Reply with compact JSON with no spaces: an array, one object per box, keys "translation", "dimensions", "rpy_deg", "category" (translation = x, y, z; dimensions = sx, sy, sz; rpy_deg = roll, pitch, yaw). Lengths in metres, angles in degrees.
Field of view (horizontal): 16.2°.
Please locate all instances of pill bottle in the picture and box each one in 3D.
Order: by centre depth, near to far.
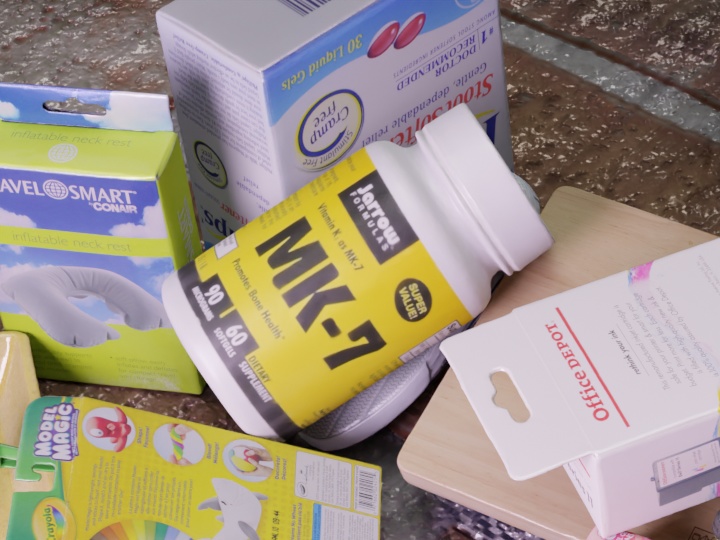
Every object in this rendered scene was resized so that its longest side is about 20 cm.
[{"translation":[0.000,0.000,1.407],"dimensions":[0.200,0.114,0.114],"rpy_deg":[-34,46,4],"category":"pill bottle"}]

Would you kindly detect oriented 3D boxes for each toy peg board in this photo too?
[{"translation":[0.160,0.084,1.412],"dimensions":[0.200,0.098,0.199],"rpy_deg":[20,66,26],"category":"toy peg board"}]

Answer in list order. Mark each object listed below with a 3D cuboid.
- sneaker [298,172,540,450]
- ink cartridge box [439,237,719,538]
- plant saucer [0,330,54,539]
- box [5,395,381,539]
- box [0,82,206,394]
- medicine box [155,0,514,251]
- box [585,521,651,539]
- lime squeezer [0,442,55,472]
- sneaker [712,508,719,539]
[{"translation":[0.041,0.033,1.485],"dimensions":[0.200,0.071,0.073],"rpy_deg":[-47,58,-8],"category":"sneaker"},{"translation":[0.153,0.060,1.301],"dimensions":[0.200,0.067,0.117],"rpy_deg":[-18,44,-9],"category":"ink cartridge box"},{"translation":[-0.268,0.137,1.431],"dimensions":[0.200,0.048,0.200],"rpy_deg":[-14,43,-6],"category":"plant saucer"},{"translation":[-0.090,0.139,1.348],"dimensions":[0.200,0.048,0.117],"rpy_deg":[16,45,-14],"category":"box"},{"translation":[-0.155,-0.016,1.464],"dimensions":[0.122,0.200,0.048],"rpy_deg":[5,45,13],"category":"box"},{"translation":[-0.009,-0.102,1.533],"dimensions":[0.182,0.200,0.103],"rpy_deg":[-34,47,-25],"category":"medicine box"},{"translation":[0.116,0.233,1.241],"dimensions":[0.103,0.095,0.200],"rpy_deg":[19,50,27],"category":"box"},{"translation":[-0.227,0.128,1.384],"dimensions":[0.200,0.038,0.071],"rpy_deg":[-27,78,-20],"category":"lime squeezer"},{"translation":[0.266,0.141,1.299],"dimensions":[0.200,0.075,0.076],"rpy_deg":[-2,41,-40],"category":"sneaker"}]
